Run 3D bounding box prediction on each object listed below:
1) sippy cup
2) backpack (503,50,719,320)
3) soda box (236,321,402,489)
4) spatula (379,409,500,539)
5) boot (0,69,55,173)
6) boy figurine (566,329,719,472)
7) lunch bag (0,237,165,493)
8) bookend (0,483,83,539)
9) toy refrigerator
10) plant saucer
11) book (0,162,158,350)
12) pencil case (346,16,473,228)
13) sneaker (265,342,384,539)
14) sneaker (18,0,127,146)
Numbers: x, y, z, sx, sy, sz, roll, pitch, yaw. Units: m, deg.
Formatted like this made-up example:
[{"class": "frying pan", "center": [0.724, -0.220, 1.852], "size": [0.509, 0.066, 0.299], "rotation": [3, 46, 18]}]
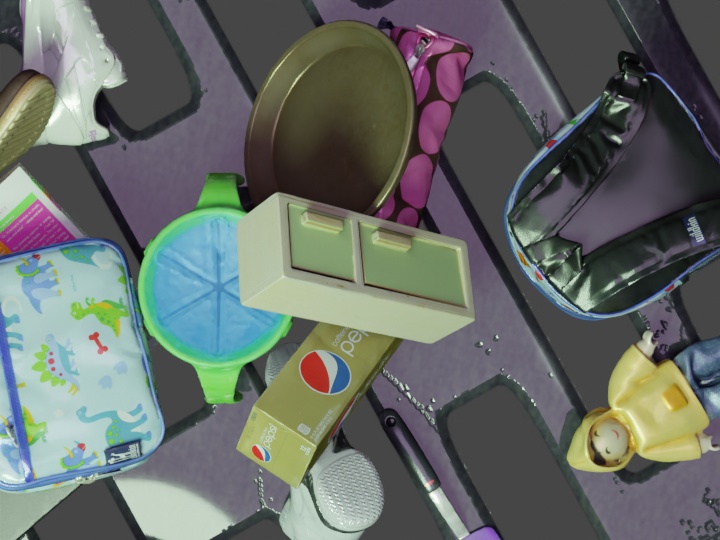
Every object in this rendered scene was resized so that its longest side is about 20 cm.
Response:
[{"class": "sippy cup", "center": [-0.120, 0.015, 1.263], "size": [0.139, 0.130, 0.178], "rotation": [35, 88, 0]}, {"class": "backpack", "center": [0.220, -0.053, 1.259], "size": [0.190, 0.154, 0.200], "rotation": [-36, 82, -8]}, {"class": "soda box", "center": [-0.024, 0.087, 1.235], "size": [0.064, 0.068, 0.200], "rotation": [31, 47, 7]}, {"class": "spatula", "center": [0.076, 0.213, 1.316], "size": [0.056, 0.021, 0.201], "rotation": [-32, 89, 1]}, {"class": "boot", "center": [-0.368, -0.149, 1.259], "size": [0.167, 0.072, 0.200], "rotation": [49, 123, 4]}, {"class": "boy figurine", "center": [0.272, 0.117, 1.300], "size": [0.199, 0.064, 0.125], "rotation": [-25, 92, -4]}, {"class": "lunch bag", "center": [-0.257, 0.082, 1.205], "size": [0.160, 0.082, 0.201], "rotation": [-10, 81, -16]}, {"class": "bookend", "center": [-0.375, 0.171, 1.276], "size": [0.200, 0.092, 0.199], "rotation": [-41, 90, -1]}, {"class": "toy refrigerator", "center": [0.000, 0.000, 1.193], "size": [0.199, 0.070, 0.076], "rotation": [13, 60, -34]}, {"class": "plant saucer", "center": [-0.024, -0.119, 1.264], "size": [0.199, 0.029, 0.202], "rotation": [-12, 71, 40]}, {"class": "book", "center": [-0.282, 0.023, 1.278], "size": [0.133, 0.048, 0.200], "rotation": [-41, 108, -2]}, {"class": "pencil case", "center": [0.036, -0.118, 1.286], "size": [0.090, 0.094, 0.201], "rotation": [14, 90, -1]}, {"class": "sneaker", "center": [-0.045, 0.168, 1.285], "size": [0.075, 0.115, 0.201], "rotation": [-7, 51, -24]}, {"class": "sneaker", "center": [-0.259, -0.211, 1.302], "size": [0.099, 0.075, 0.202], "rotation": [3, 97, -8]}]
